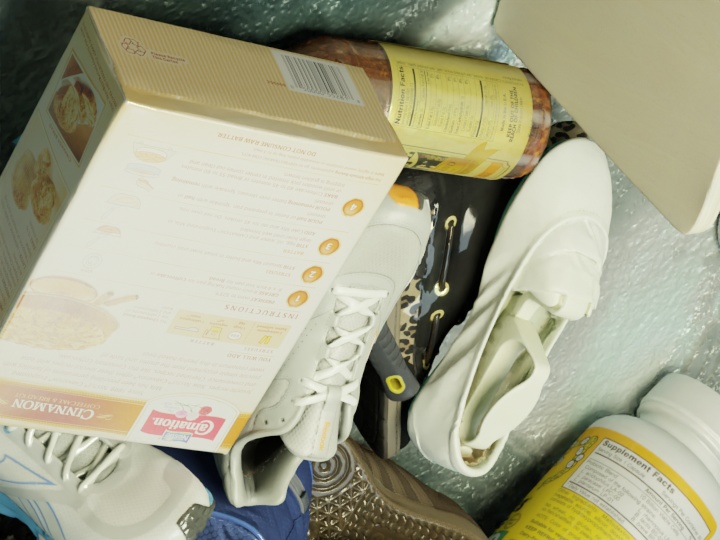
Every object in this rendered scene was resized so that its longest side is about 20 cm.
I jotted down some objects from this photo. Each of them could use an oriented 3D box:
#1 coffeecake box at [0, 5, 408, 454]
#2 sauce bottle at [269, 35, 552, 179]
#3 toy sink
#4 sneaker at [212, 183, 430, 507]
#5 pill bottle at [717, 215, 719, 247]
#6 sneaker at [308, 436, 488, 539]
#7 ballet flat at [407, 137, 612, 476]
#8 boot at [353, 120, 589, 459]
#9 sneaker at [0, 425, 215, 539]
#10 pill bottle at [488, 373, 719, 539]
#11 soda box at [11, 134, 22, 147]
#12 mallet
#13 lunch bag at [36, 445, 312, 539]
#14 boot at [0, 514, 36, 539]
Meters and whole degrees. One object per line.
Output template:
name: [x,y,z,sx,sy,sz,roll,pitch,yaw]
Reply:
coffeecake box: [-0.095,-0.013,1.309,0.153,0.073,0.200,10,127,-32]
sauce bottle: [0.003,-0.088,1.425,0.199,0.066,0.066,7,123,-28]
toy sink: [0.177,-0.130,1.411,0.112,0.200,0.131,-8,130,-30]
sneaker: [-0.016,0.043,1.384,0.075,0.092,0.200,12,132,-27]
pill bottle: [0.313,0.012,1.639,0.114,0.200,0.114,-20,136,-20]
sneaker: [-0.010,0.133,1.622,0.200,0.076,0.071,36,95,-26]
ballet flat: [0.093,0.027,1.494,0.069,0.069,0.201,13,111,-43]
boot: [0.059,0.008,1.554,0.150,0.073,0.201,-20,131,-21]
sneaker: [-0.159,0.088,1.379,0.075,0.200,0.087,-45,135,-31]
pill bottle: [0.159,0.162,1.711,0.200,0.113,0.113,-46,142,-18]
soda box: [-0.094,-0.015,1.422,0.068,0.064,0.200,-38,140,0]
mallet: [0.000,0.000,1.436,0.066,0.041,0.200,-20,135,17]
lunch bag: [-0.105,0.180,1.506,0.135,0.132,0.201,17,113,6]
boot: [-0.237,0.212,1.523,0.182,0.073,0.200,29,101,-41]
